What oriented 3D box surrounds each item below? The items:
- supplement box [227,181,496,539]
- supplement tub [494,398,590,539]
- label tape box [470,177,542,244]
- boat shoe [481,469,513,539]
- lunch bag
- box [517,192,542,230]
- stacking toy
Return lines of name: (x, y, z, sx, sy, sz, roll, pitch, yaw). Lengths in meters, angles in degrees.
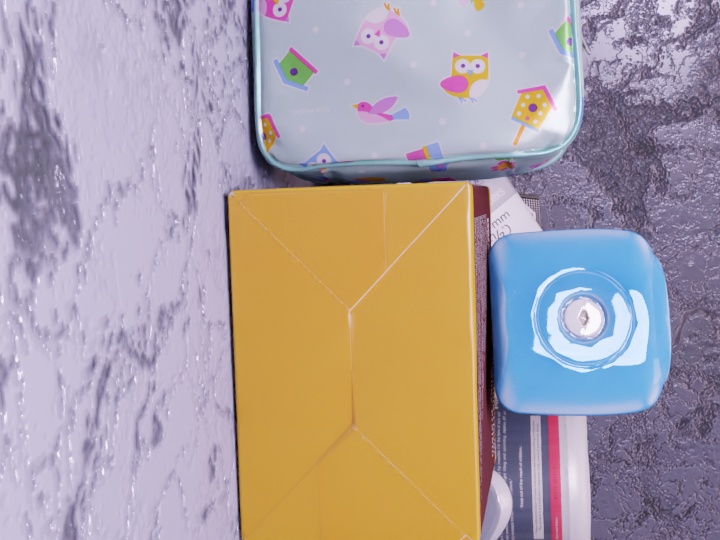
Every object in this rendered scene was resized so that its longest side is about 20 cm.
supplement box: (0.013, 0.046, 0.661, 0.200, 0.132, 0.198, -24, 112, -79)
supplement tub: (0.096, 0.181, 0.922, 0.140, 0.199, 0.141, -1, 90, -80)
label tape box: (0.084, -0.057, 0.911, 0.200, 0.066, 0.143, 56, -8, -14)
boat shoe: (0.058, 0.197, 0.810, 0.065, 0.200, 0.074, -11, 67, -41)
lunch bag: (0.037, -0.135, 0.633, 0.077, 0.199, 0.161, 20, 67, -81)
box: (0.104, 0.016, 1.069, 0.047, 0.193, 0.201, -16, -107, 58)
stacking toy: (0.134, 0.048, 0.737, 0.200, 0.109, 0.116, 94, -6, -79)
